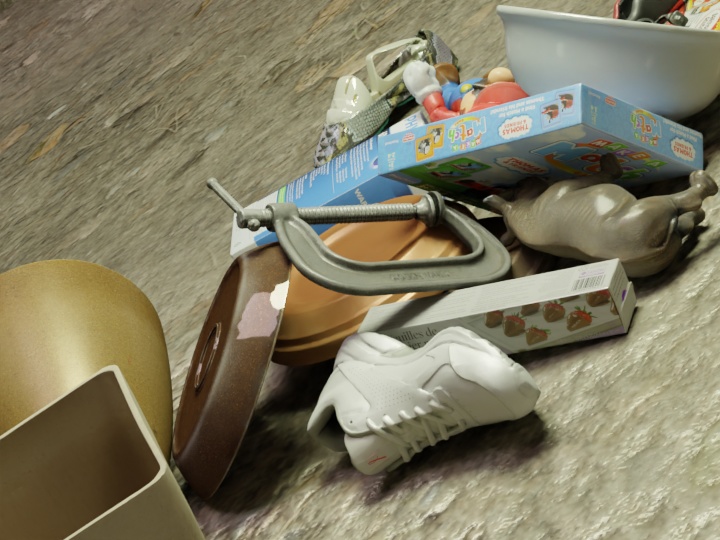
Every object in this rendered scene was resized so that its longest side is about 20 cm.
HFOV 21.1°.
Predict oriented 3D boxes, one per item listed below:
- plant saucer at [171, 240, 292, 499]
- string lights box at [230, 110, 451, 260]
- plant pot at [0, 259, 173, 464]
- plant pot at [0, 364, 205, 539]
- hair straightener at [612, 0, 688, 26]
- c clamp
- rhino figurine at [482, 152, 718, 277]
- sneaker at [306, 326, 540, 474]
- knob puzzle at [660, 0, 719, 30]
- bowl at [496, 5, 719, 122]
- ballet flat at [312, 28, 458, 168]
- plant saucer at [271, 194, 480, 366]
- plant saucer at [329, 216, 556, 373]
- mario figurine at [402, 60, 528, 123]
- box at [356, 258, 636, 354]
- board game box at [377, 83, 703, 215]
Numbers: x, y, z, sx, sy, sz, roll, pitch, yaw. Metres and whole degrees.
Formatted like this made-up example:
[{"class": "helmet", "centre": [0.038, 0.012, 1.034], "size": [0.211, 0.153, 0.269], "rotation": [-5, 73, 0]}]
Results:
[{"class": "plant saucer", "centre": [-0.099, 0.068, 1.424], "size": [0.200, 0.034, 0.201], "rotation": [-161, 90, -80]}, {"class": "string lights box", "centre": [-0.016, -0.058, 1.730], "size": [0.200, 0.059, 0.103], "rotation": [-28, 21, 10]}, {"class": "plant pot", "centre": [-0.219, 0.119, 1.474], "size": [0.186, 0.187, 0.200], "rotation": [-32, 34, -1]}, {"class": "plant pot", "centre": [-0.169, 0.207, 1.160], "size": [0.200, 0.177, 0.200], "rotation": [-34, 21, -5]}, {"class": "hair straightener", "centre": [0.239, -0.214, 1.663], "size": [0.077, 0.041, 0.200], "rotation": [-8, 31, 49]}, {"class": "c clamp", "centre": [0.006, -0.032, 1.419], "size": [0.200, 0.027, 0.171], "rotation": [0, 30, -23]}, {"class": "rhino figurine", "centre": [0.161, -0.041, 1.404], "size": [0.087, 0.060, 0.200], "rotation": [-42, 33, -27]}, {"class": "sneaker", "centre": [0.039, 0.097, 1.294], "size": [0.200, 0.078, 0.099], "rotation": [-9, 42, 55]}, {"class": "knob puzzle", "centre": [0.327, -0.221, 1.657], "size": [0.219, 0.030, 0.220], "rotation": [-28, 20, 11]}, {"class": "bowl", "centre": [0.200, -0.154, 1.528], "size": [0.201, 0.091, 0.201], "rotation": [7, 8, -1]}, {"class": "ballet flat", "centre": [0.013, -0.180, 1.958], "size": [0.200, 0.072, 0.072], "rotation": [-41, 22, -24]}, {"class": "plant saucer", "centre": [0.000, 0.000, 1.525], "size": [0.200, 0.037, 0.200], "rotation": [-27, 20, 11]}, {"class": "plant saucer", "centre": [0.058, 0.019, 1.492], "size": [0.200, 0.030, 0.200], "rotation": [-28, 20, 12]}, {"class": "mario figurine", "centre": [0.115, -0.155, 1.704], "size": [0.123, 0.106, 0.200], "rotation": [-29, 19, 1]}, {"class": "box", "centre": [0.093, 0.034, 1.354], "size": [0.200, 0.039, 0.041], "rotation": [-12, 27, 27]}, {"class": "board game box", "centre": [0.136, -0.089, 1.479], "size": [0.200, 0.151, 0.037], "rotation": [-13, 70, 43]}]
